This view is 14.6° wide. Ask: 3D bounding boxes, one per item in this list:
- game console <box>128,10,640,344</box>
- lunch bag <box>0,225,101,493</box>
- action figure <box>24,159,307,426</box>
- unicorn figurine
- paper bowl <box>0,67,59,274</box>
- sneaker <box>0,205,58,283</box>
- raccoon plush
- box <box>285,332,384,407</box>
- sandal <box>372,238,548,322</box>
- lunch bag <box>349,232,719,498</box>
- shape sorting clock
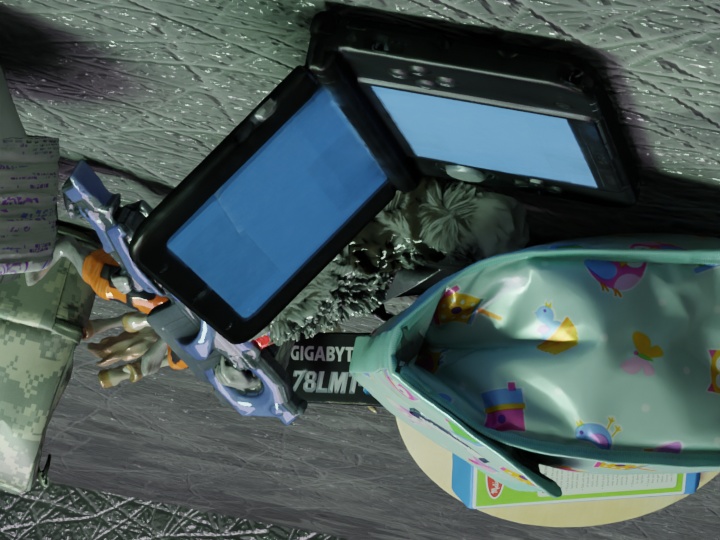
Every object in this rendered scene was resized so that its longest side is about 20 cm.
[{"bbox_3d":[0.018,-0.025,1.201,0.175,0.117,0.200,11,170,13],"label":"game console"},{"bbox_3d":[-0.277,0.043,1.787,0.199,0.169,0.139,15,169,-11],"label":"lunch bag"},{"bbox_3d":[-0.105,-0.007,1.618,0.193,0.105,0.200,-6,130,45],"label":"action figure"},{"bbox_3d":[-0.097,0.042,1.828,0.137,0.074,0.200,-12,-159,-26],"label":"unicorn figurine"},{"bbox_3d":[-0.239,-0.057,1.301,0.199,0.105,0.201,3,-176,0],"label":"paper bowl"},{"bbox_3d":[-0.234,-0.026,1.586,0.104,0.060,0.200,-8,174,-21],"label":"sneaker"},{"bbox_3d":[0.000,0.000,1.451,0.199,0.097,0.134,9,177,18],"label":"raccoon plush"},{"bbox_3d":[0.092,0.061,1.653,0.199,0.050,0.198,3,177,-44],"label":"box"},{"bbox_3d":[0.039,0.007,1.551,0.076,0.043,0.200,20,168,-32],"label":"sandal"},{"bbox_3d":[0.098,0.045,1.334,0.199,0.123,0.170,-2,178,-5],"label":"lunch bag"},{"bbox_3d":[0.116,0.061,1.483,0.199,0.039,0.201,-4,130,-5],"label":"shape sorting clock"}]
